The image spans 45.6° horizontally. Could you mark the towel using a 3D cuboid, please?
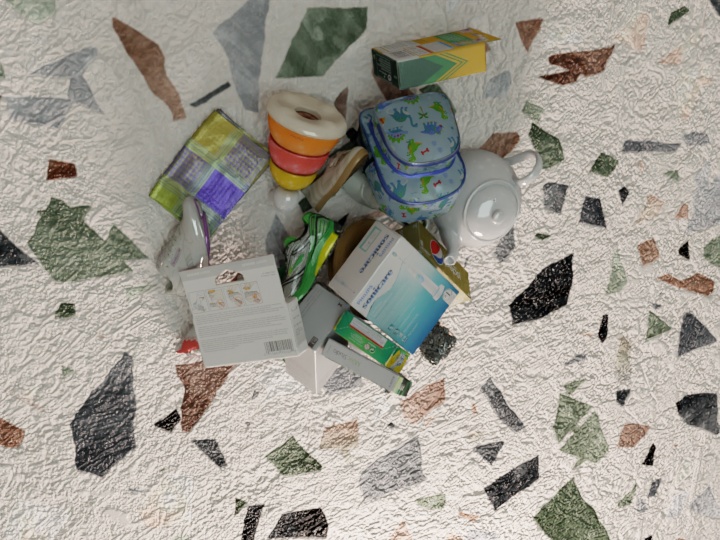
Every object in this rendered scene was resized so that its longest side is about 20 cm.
[{"bbox_3d":[-0.257,-0.166,1.488,0.201,0.023,0.143,-48,121,3],"label":"towel"}]

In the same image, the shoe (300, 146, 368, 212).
[{"bbox_3d":[-0.050,-0.165,1.491,0.053,0.200,0.070,44,55,-4],"label":"shoe"}]

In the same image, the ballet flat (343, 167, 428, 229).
[{"bbox_3d":[0.054,-0.130,1.600,0.198,0.070,0.070,31,99,-29],"label":"ballet flat"}]

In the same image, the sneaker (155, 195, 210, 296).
[{"bbox_3d":[-0.307,-0.033,1.482,0.097,0.075,0.204,-2,124,-10],"label":"sneaker"}]

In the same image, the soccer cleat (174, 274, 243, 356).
[{"bbox_3d":[-0.266,0.083,1.563,0.198,0.069,0.086,-32,89,16],"label":"soccer cleat"}]

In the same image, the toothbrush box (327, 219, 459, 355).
[{"bbox_3d":[0.061,0.032,1.516,0.147,0.085,0.199,-53,132,-1],"label":"toothbrush box"}]

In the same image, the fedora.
[{"bbox_3d":[0.000,0.000,1.607,0.198,0.081,0.206,3,85,-48],"label":"fedora"}]

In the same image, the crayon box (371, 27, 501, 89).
[{"bbox_3d":[0.133,-0.371,1.494,0.196,0.126,0.053,-16,118,-14],"label":"crayon box"}]

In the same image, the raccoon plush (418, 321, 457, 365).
[{"bbox_3d":[0.096,0.111,1.678,0.197,0.134,0.098,23,104,-28],"label":"raccoon plush"}]

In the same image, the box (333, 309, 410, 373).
[{"bbox_3d":[0.026,0.133,1.553,0.116,0.200,0.049,33,85,14],"label":"box"}]

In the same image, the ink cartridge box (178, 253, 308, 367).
[{"bbox_3d":[-0.201,0.068,1.469,0.196,0.045,0.180,-9,101,24],"label":"ink cartridge box"}]

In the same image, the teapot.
[{"bbox_3d":[0.235,-0.128,1.627,0.193,0.146,0.205,-4,113,-20],"label":"teapot"}]

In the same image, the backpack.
[{"bbox_3d":[0.092,-0.198,1.489,0.179,0.147,0.204,-13,72,-15],"label":"backpack"}]

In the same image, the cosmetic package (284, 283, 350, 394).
[{"bbox_3d":[-0.080,0.129,1.574,0.113,0.080,0.202,-51,162,-27],"label":"cosmetic package"}]

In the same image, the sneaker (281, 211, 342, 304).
[{"bbox_3d":[-0.114,-0.012,1.550,0.084,0.078,0.203,29,87,-10],"label":"sneaker"}]

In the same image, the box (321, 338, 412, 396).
[{"bbox_3d":[0.016,0.178,1.546,0.142,0.200,0.037,27,86,13],"label":"box"}]

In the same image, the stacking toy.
[{"bbox_3d":[-0.116,-0.192,1.483,0.143,0.147,0.203,7,122,-24],"label":"stacking toy"}]

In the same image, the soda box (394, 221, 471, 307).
[{"bbox_3d":[0.138,-0.007,1.651,0.063,0.069,0.200,-22,138,26],"label":"soda box"}]

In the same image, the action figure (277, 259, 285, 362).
[{"bbox_3d":[-0.150,0.084,1.617,0.116,0.055,0.205,-12,112,-18],"label":"action figure"}]

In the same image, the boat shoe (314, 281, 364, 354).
[{"bbox_3d":[-0.031,0.082,1.661,0.065,0.074,0.201,-39,130,-7],"label":"boat shoe"}]
